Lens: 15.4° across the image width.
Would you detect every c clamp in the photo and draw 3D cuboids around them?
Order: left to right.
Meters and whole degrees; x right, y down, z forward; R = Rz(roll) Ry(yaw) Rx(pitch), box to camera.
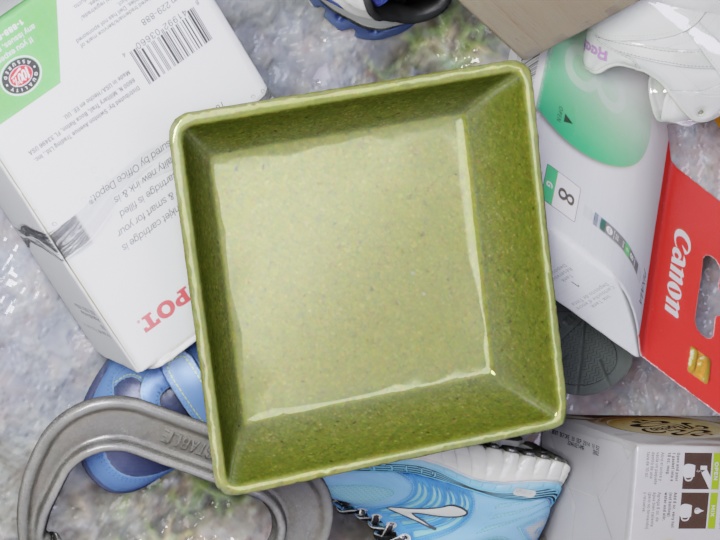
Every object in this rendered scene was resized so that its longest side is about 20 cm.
[{"bbox_3d":[-0.104,0.157,1.453,0.200,0.027,0.171,27,110,-21],"label":"c clamp"}]

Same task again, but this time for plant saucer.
[{"bbox_3d":[0.000,0.000,1.402,0.199,0.048,0.201,-10,102,-18],"label":"plant saucer"}]

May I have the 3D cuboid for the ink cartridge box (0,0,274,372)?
[{"bbox_3d":[-0.124,-0.069,1.416,0.146,0.084,0.200,-36,110,-16],"label":"ink cartridge box"}]

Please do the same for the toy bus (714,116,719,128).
[{"bbox_3d":[0.271,-0.084,1.604,0.078,0.065,0.200,-42,111,-11],"label":"toy bus"}]

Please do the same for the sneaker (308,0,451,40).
[{"bbox_3d":[-0.024,-0.188,1.430,0.199,0.115,0.081,27,84,-25],"label":"sneaker"}]

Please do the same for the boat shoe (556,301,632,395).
[{"bbox_3d":[0.078,-0.009,1.531,0.202,0.065,0.074,37,118,-20],"label":"boat shoe"}]

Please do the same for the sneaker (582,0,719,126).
[{"bbox_3d":[0.218,-0.123,1.520,0.199,0.075,0.100,18,112,-14],"label":"sneaker"}]

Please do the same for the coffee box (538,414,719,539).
[{"bbox_3d":[0.218,0.133,1.580,0.199,0.113,0.080,2,95,-24],"label":"coffee box"}]

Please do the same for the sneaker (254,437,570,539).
[{"bbox_3d":[0.026,0.134,1.514,0.199,0.078,0.090,9,96,-24],"label":"sneaker"}]

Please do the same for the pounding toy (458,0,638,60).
[{"bbox_3d":[0.098,-0.236,1.427,0.142,0.200,0.185,-27,70,14],"label":"pounding toy"}]

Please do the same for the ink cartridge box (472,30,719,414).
[{"bbox_3d":[0.159,-0.034,1.525,0.200,0.050,0.161,34,46,-22],"label":"ink cartridge box"}]

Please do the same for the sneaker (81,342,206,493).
[{"bbox_3d":[-0.069,0.049,1.457,0.200,0.082,0.074,-39,111,-11],"label":"sneaker"}]
